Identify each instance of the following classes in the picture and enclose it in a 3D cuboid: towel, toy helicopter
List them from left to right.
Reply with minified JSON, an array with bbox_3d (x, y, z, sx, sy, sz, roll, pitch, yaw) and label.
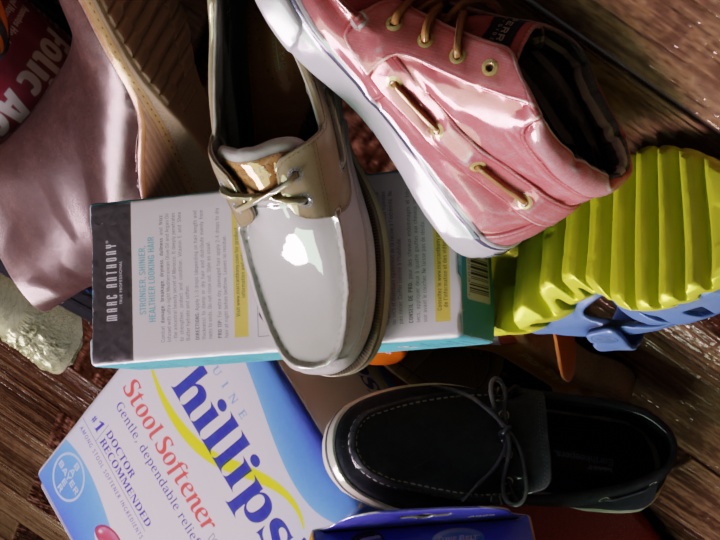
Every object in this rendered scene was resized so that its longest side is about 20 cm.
[{"bbox_3d":[-0.241,-0.029,1.351,0.148,0.036,0.201,38,-158,-29],"label":"towel"},{"bbox_3d":[0.084,0.027,1.108,0.199,0.080,0.132,32,148,-34],"label":"toy helicopter"}]

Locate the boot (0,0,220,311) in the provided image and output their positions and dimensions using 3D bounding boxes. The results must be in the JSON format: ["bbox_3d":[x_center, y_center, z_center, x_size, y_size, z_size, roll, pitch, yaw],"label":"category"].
[{"bbox_3d":[-0.157,-0.077,1.092,0.165,0.072,0.201,-17,111,29],"label":"boot"}]

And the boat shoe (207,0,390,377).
[{"bbox_3d":[-0.037,-0.048,0.940,0.074,0.202,0.068,-11,179,25],"label":"boat shoe"}]

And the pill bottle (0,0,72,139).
[{"bbox_3d":[-0.200,-0.089,1.199,0.200,0.115,0.114,41,158,-20],"label":"pill bottle"}]

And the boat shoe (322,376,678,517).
[{"bbox_3d":[0.078,0.093,1.093,0.198,0.075,0.062,6,159,-16],"label":"boat shoe"}]

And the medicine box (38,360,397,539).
[{"bbox_3d":[-0.067,0.124,1.202,0.102,0.200,0.183,1,-134,-49],"label":"medicine box"}]

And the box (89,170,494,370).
[{"bbox_3d":[-0.036,0.002,1.008,0.198,0.083,0.049,-5,172,23],"label":"box"}]

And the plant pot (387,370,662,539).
[{"bbox_3d":[0.048,0.171,1.313,0.199,0.200,0.177,13,141,44],"label":"plant pot"}]

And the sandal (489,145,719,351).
[{"bbox_3d":[0.136,-0.004,0.958,0.086,0.080,0.200,18,166,-25],"label":"sandal"}]

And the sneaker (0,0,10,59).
[{"bbox_3d":[-0.247,-0.192,1.058,0.200,0.078,0.112,51,155,-6],"label":"sneaker"}]

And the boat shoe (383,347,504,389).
[{"bbox_3d":[0.000,0.000,1.172,0.200,0.074,0.066,44,169,-19],"label":"boat shoe"}]

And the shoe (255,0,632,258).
[{"bbox_3d":[0.034,-0.101,0.901,0.091,0.072,0.201,-26,108,41],"label":"shoe"}]

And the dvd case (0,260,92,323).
[{"bbox_3d":[-0.145,0.008,1.317,0.142,0.018,0.200,26,-168,22],"label":"dvd case"}]

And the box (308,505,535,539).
[{"bbox_3d":[0.024,0.186,1.112,0.118,0.042,0.201,-3,148,-10],"label":"box"}]
